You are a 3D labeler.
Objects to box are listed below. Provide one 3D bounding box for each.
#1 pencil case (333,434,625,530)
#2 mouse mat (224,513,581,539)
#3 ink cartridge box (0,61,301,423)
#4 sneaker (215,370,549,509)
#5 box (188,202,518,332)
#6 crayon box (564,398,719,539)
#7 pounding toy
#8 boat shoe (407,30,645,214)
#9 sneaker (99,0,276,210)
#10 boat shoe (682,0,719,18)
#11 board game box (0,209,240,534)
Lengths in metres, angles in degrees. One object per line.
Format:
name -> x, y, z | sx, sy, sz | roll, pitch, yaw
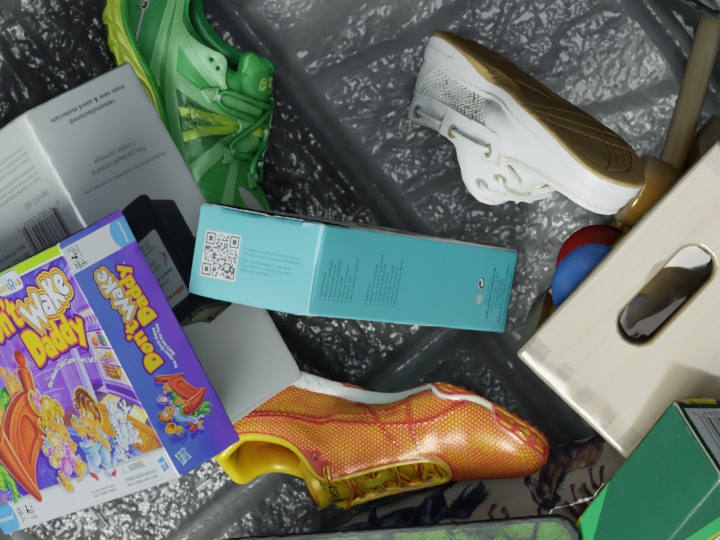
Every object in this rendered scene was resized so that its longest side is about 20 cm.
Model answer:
pencil case -> 0.074, 0.157, 1.514 | 0.199, 0.090, 0.078 | -20, 47, 5
mouse mat -> 0.022, 0.213, 1.379 | 0.199, 0.008, 0.162 | -5, 81, 5
ink cartridge box -> -0.141, 0.008, 1.477 | 0.083, 0.146, 0.201 | -30, 92, -37
sneaker -> 0.013, 0.104, 1.491 | 0.199, 0.073, 0.077 | 1, 57, 29
box -> 0.000, 0.000, 1.447 | 0.082, 0.200, 0.049 | 11, 92, 34
crayon box -> 0.206, 0.145, 1.431 | 0.173, 0.199, 0.058 | -57, 47, 34
pounding toy -> 0.179, -0.021, 1.470 | 0.142, 0.184, 0.200 | 43, 101, -1
boat shoe -> 0.087, -0.066, 1.468 | 0.071, 0.200, 0.070 | 18, 105, -32
sneaker -> -0.081, -0.085, 1.514 | 0.083, 0.074, 0.201 | -24, 91, 6
boat shoe -> 0.134, -0.212, 1.506 | 0.199, 0.074, 0.068 | 33, 78, -9
board game box -> -0.161, 0.059, 1.428 | 0.045, 0.200, 0.135 | -30, 94, -36
